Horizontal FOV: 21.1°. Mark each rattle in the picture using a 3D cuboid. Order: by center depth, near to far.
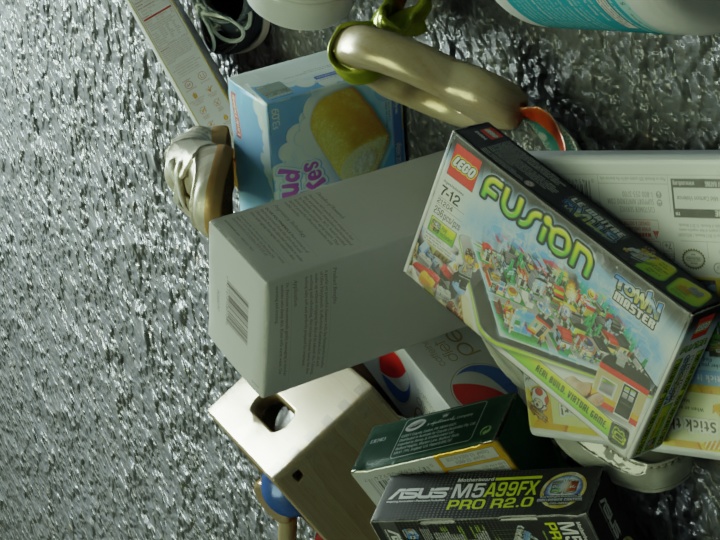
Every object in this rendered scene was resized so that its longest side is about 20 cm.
[{"bbox_3d":[0.087,-0.152,1.276,0.200,0.143,0.130,19,158,41],"label":"rattle"}]

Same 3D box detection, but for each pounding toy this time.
[{"bbox_3d":[-0.027,0.167,1.497,0.184,0.142,0.200,51,172,-26],"label":"pounding toy"}]

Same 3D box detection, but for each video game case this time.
[{"bbox_3d":[0.172,0.019,1.157,0.200,0.023,0.183,3,105,46],"label":"video game case"}]

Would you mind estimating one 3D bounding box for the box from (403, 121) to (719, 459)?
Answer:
[{"bbox_3d":[0.118,0.009,1.167,0.200,0.035,0.110,40,128,31],"label":"box"}]

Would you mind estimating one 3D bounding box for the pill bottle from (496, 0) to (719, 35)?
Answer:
[{"bbox_3d":[0.134,-0.187,1.064,0.200,0.110,0.111,15,121,59],"label":"pill bottle"}]

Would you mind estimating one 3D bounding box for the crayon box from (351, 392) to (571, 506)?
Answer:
[{"bbox_3d":[0.101,0.181,1.335,0.125,0.052,0.200,-17,120,37],"label":"crayon box"}]

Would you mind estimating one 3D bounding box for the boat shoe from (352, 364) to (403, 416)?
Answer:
[{"bbox_3d":[-0.017,0.043,1.563,0.200,0.072,0.068,48,145,40],"label":"boat shoe"}]

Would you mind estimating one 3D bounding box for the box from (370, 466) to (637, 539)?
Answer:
[{"bbox_3d":[0.118,0.218,1.292,0.160,0.044,0.200,-7,127,31],"label":"box"}]

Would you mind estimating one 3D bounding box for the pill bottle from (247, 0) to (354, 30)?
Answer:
[{"bbox_3d":[-0.031,-0.267,1.334,0.112,0.111,0.200,54,150,31],"label":"pill bottle"}]

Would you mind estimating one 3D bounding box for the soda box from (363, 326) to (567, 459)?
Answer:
[{"bbox_3d":[0.070,0.085,1.425,0.200,0.068,0.064,52,149,35],"label":"soda box"}]

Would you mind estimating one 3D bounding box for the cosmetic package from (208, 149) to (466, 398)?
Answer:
[{"bbox_3d":[0.000,0.000,1.353,0.085,0.199,0.108,45,142,41],"label":"cosmetic package"}]

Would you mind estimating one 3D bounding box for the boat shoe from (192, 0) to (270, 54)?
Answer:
[{"bbox_3d":[-0.102,-0.224,1.560,0.075,0.062,0.200,60,155,4],"label":"boat shoe"}]

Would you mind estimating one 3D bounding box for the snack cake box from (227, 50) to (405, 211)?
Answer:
[{"bbox_3d":[-0.029,-0.059,1.467,0.067,0.115,0.201,37,139,50],"label":"snack cake box"}]

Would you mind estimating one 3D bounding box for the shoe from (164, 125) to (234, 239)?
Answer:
[{"bbox_3d":[-0.118,-0.063,1.405,0.200,0.053,0.070,-106,15,-76],"label":"shoe"}]

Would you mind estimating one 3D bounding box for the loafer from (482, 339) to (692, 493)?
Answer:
[{"bbox_3d":[0.144,0.068,1.266,0.200,0.070,0.070,44,147,40],"label":"loafer"}]

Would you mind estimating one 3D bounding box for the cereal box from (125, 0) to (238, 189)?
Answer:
[{"bbox_3d":[-0.140,-0.166,1.622,0.200,0.039,0.144,60,-179,12],"label":"cereal box"}]
